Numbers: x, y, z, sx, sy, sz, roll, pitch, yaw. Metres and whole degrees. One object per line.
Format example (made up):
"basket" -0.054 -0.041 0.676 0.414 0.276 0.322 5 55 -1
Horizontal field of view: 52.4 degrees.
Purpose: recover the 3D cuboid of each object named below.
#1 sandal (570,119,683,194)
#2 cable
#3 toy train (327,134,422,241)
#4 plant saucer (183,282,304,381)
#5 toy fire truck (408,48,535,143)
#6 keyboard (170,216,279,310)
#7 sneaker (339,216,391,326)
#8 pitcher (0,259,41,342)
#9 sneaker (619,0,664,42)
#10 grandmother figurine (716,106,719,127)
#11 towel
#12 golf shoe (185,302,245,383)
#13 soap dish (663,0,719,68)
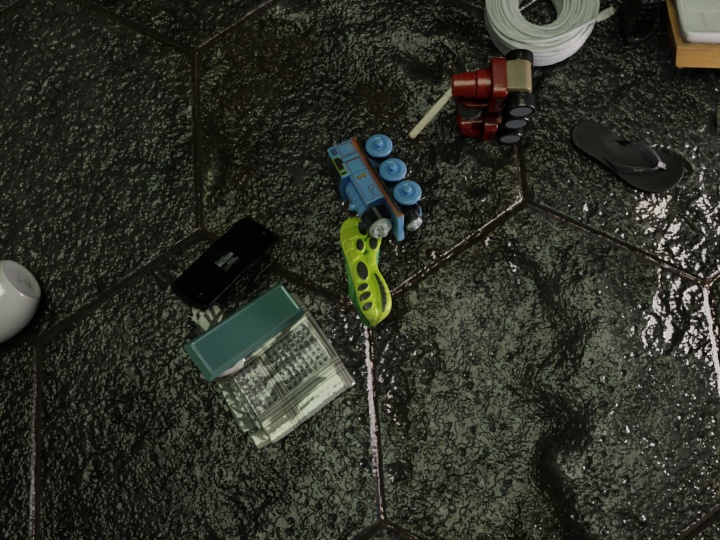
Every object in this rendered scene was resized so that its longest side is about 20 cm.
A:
"sandal" 0.450 -0.191 1.238 0.198 0.043 0.077 26 81 7
"cable" 0.315 -0.462 1.286 0.199 0.069 0.201 -36 79 -4
"toy train" 0.024 -0.136 1.211 0.113 0.087 0.202 -24 62 -8
"plant saucer" -0.180 0.091 1.158 0.199 0.019 0.070 -35 81 -32
"toy fire truck" 0.177 -0.264 1.199 0.196 0.176 0.131 0 79 3
"keyboard" -0.213 -0.001 1.212 0.103 0.040 0.200 32 55 14
"sneaker" 0.000 0.000 1.207 0.073 0.084 0.203 1 60 -16
"pitcher" -0.641 0.057 1.216 0.199 0.121 0.173 -38 64 7
"sneaker" 0.476 -0.471 1.215 0.074 0.200 0.080 -10 69 -8
"grandmother figurine" 0.687 -0.299 1.242 0.198 0.061 0.122 -32 67 -6
"towel" -0.139 0.164 1.203 0.199 0.035 0.194 -34 79 -3
"golf shoe" -0.238 0.086 1.199 0.093 0.078 0.203 -6 60 -15
"soap dish" 0.615 -0.413 1.235 0.196 0.082 0.159 3 58 3
